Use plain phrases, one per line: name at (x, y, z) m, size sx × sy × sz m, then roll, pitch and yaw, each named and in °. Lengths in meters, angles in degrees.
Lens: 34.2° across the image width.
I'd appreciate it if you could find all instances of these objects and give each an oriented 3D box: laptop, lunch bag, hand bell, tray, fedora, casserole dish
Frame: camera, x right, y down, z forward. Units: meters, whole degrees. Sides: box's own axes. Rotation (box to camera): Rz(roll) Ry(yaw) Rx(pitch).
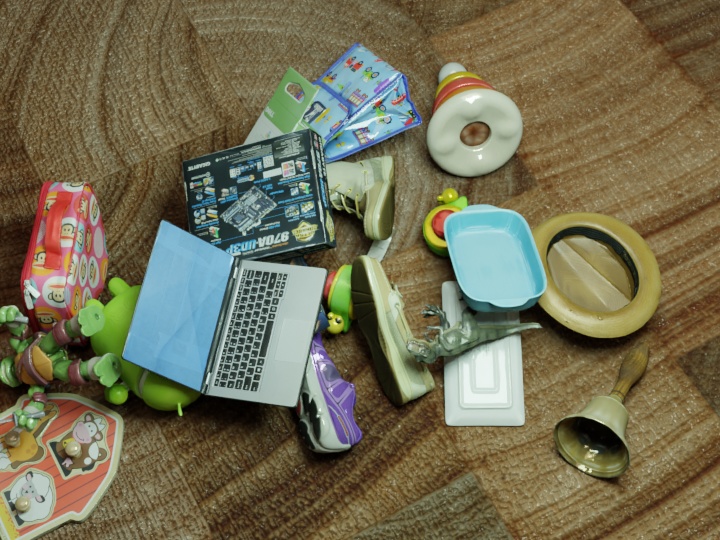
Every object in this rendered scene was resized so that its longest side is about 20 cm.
laptop at (-0.164, 0.053, 1.459) m, size 0.197 × 0.116 × 0.190 m, roll 6°, pitch 68°, yaw 17°
lunch bag at (-0.034, -0.231, 1.751) m, size 0.199 × 0.095 × 0.151 m, roll -35°, pitch 40°, yaw -10°
hand bell at (0.338, 0.162, 1.532) m, size 0.103 × 0.105 × 0.200 m, roll 26°, pitch 50°, yaw 15°
tray at (0.164, 0.107, 1.568) m, size 0.105 × 0.022 × 0.203 m, roll -1°, pitch 69°, yaw 1°
lunch bag at (-0.397, -0.015, 1.571) m, size 0.080 × 0.177 × 0.203 m, roll 2°, pitch 57°, yaw 0°
fedora at (0.313, 0.016, 1.614) m, size 0.197 × 0.082 × 0.203 m, roll 1°, pitch 60°, yaw -2°
casserole dish at (0.177, -0.011, 1.564) m, size 0.119 × 0.039 × 0.202 m, roll -4°, pitch 44°, yaw -7°

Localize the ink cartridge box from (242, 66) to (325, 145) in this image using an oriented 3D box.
ink cartridge box at (-0.113, -0.176, 1.663) m, size 0.202 × 0.059 × 0.104 m, roll -57°, pitch 37°, yaw 10°

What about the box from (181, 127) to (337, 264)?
box at (-0.139, -0.090, 1.580) m, size 0.197 × 0.046 × 0.162 m, roll -13°, pitch 77°, yaw 17°

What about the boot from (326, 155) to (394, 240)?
boot at (-0.028, -0.103, 1.665) m, size 0.152 × 0.073 × 0.201 m, roll 0°, pitch 31°, yaw 4°

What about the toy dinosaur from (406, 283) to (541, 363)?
toy dinosaur at (0.134, 0.071, 1.543) m, size 0.197 × 0.048 × 0.089 m, roll -13°, pitch 53°, yaw -23°

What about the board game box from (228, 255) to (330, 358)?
board game box at (-0.130, 0.028, 1.580) m, size 0.134 × 0.035 × 0.201 m, roll -27°, pitch 44°, yaw 2°

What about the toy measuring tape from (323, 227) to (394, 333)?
toy measuring tape at (0.000, 0.000, 1.620) m, size 0.073 × 0.074 × 0.202 m, roll 21°, pitch 60°, yaw 12°

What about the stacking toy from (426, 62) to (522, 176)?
stacking toy at (0.159, -0.252, 1.778) m, size 0.143 × 0.148 × 0.201 m, roll -5°, pitch 39°, yaw -4°

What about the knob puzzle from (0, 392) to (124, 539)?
knob puzzle at (-0.396, 0.234, 1.500) m, size 0.216 × 0.031 × 0.223 m, roll 0°, pitch 57°, yaw 0°

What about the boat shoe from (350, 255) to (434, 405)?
boat shoe at (0.042, 0.073, 1.543) m, size 0.062 × 0.073 × 0.204 m, roll -20°, pitch 93°, yaw -24°

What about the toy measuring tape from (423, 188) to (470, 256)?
toy measuring tape at (0.126, -0.020, 1.652) m, size 0.072 × 0.074 × 0.203 m, roll -3°, pitch 71°, yaw -3°

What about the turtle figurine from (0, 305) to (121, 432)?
turtle figurine at (-0.411, 0.120, 1.455) m, size 0.191 × 0.199 × 0.146 m, roll -17°, pitch 62°, yaw 25°

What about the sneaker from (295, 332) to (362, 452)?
sneaker at (-0.049, 0.152, 1.543) m, size 0.082 × 0.081 × 0.202 m, roll 4°, pitch 52°, yaw -29°

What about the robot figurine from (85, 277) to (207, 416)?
robot figurine at (-0.273, 0.101, 1.535) m, size 0.199 × 0.116 × 0.175 m, roll 39°, pitch 71°, yaw 21°
